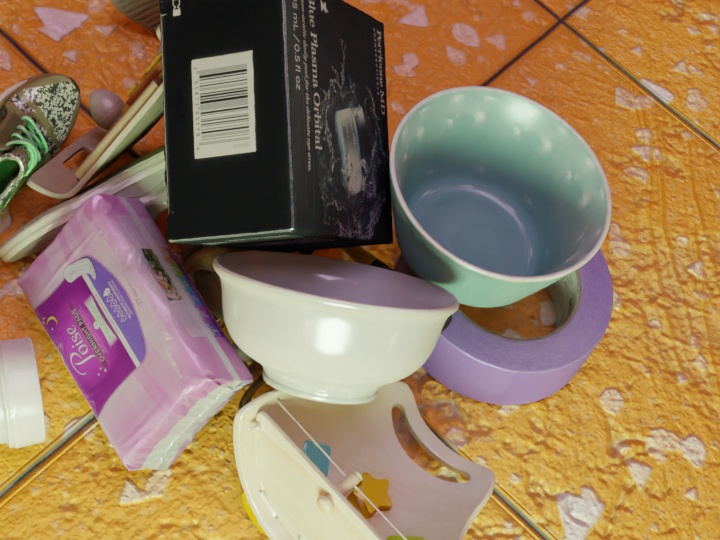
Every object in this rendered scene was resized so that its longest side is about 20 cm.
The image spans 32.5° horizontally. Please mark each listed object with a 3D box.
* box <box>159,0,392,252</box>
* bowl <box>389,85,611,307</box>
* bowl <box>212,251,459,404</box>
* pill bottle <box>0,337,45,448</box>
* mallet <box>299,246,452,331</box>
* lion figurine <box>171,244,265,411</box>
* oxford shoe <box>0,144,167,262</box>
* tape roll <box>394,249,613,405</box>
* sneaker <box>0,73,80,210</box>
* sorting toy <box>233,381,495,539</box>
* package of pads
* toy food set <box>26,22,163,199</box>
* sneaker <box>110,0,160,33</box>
[{"bbox_3d":[-0.063,-0.120,1.012,0.116,0.199,0.200,-4,87,23],"label":"box"},{"bbox_3d":[0.108,-0.049,1.074,0.197,0.106,0.203,7,56,-11],"label":"bowl"},{"bbox_3d":[-0.025,0.049,0.986,0.198,0.201,0.092,8,100,-9],"label":"bowl"},{"bbox_3d":[-0.345,0.107,0.937,0.197,0.111,0.112,-8,61,-19],"label":"pill bottle"},{"bbox_3d":[0.000,0.000,1.097,0.066,0.041,0.200,-44,56,2],"label":"mallet"},{"bbox_3d":[-0.109,0.025,1.081,0.122,0.072,0.202,-15,76,-50],"label":"lion figurine"},{"bbox_3d":[-0.222,-0.051,1.084,0.198,0.075,0.058,-28,106,-11],"label":"oxford shoe"},{"bbox_3d":[0.130,0.019,1.141,0.197,0.066,0.203,6,58,-10],"label":"tape roll"},{"bbox_3d":[-0.303,-0.096,1.078,0.088,0.077,0.201,6,50,44],"label":"sneaker"},{"bbox_3d":[0.017,0.171,1.004,0.179,0.108,0.200,-29,64,-38],"label":"sorting toy"},{"bbox_3d":[-0.185,0.050,1.006,0.201,0.120,0.075,54,21,20],"label":"package of pads"},{"bbox_3d":[-0.198,-0.158,1.071,0.060,0.200,0.144,43,29,-7],"label":"toy food set"},{"bbox_3d":[-0.154,-0.275,1.247,0.197,0.078,0.081,17,59,-17],"label":"sneaker"}]
